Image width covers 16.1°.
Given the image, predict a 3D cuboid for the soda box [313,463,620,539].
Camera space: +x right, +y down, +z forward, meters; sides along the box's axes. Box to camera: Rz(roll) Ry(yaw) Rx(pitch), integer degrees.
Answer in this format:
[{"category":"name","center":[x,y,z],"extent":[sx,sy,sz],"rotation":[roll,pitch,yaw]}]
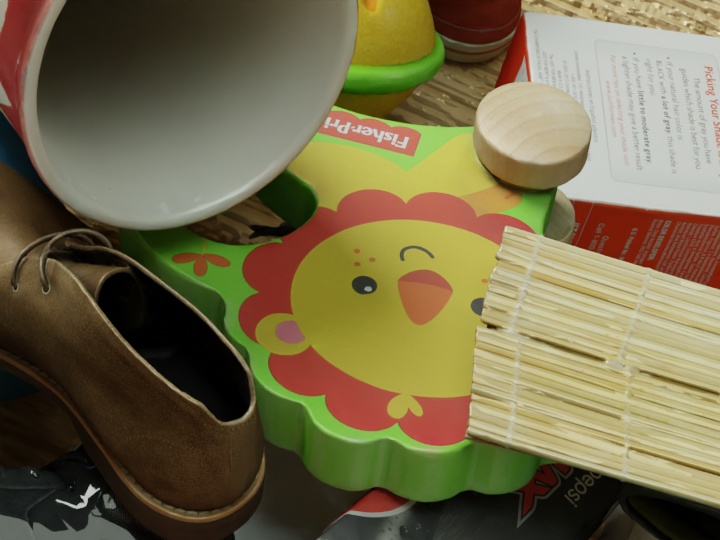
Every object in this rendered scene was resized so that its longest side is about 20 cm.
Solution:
[{"category":"soda box","center":[0.019,0.114,0.925],"extent":[0.071,0.063,0.200],"rotation":[43,46,9]}]

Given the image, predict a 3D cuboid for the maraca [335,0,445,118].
[{"category":"maraca","center":[-0.057,-0.121,1.105],"extent":[0.199,0.107,0.137],"rotation":[24,22,19]}]

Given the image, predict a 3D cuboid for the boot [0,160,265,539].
[{"category":"boot","center":[-0.104,0.004,0.903],"extent":[0.074,0.076,0.200],"rotation":[-35,64,-30]}]

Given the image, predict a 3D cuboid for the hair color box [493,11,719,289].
[{"category":"hair color box","center":[0.164,-0.045,1.137],"extent":[0.199,0.064,0.111],"rotation":[6,50,-10]}]

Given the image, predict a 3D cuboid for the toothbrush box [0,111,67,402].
[{"category":"toothbrush box","center":[-0.224,-0.010,0.979],"extent":[0.199,0.085,0.147],"rotation":[-15,59,-27]}]

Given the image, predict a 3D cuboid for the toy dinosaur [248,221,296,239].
[{"category":"toy dinosaur","center":[0.010,-0.007,1.048],"extent":[0.199,0.048,0.088],"rotation":[-3,32,-12]}]

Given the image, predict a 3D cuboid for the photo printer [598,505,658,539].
[{"category":"photo printer","center":[0.173,0.130,0.998],"extent":[0.166,0.070,0.200],"rotation":[27,51,5]}]

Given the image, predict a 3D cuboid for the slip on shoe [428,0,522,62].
[{"category":"slip on shoe","center":[0.007,-0.183,1.200],"extent":[0.074,0.061,0.200],"rotation":[-28,64,-30]}]

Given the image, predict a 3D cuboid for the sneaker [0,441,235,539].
[{"category":"sneaker","center":[-0.134,0.082,0.928],"extent":[0.200,0.073,0.112],"rotation":[34,70,1]}]

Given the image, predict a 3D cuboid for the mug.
[{"category":"mug","center":[-0.110,-0.138,0.940],"extent":[0.133,0.178,0.200],"rotation":[-27,43,-17]}]

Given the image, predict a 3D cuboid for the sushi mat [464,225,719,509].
[{"category":"sushi mat","center":[0.136,0.048,0.908],"extent":[0.199,0.012,0.096],"rotation":[16,54,-1]}]

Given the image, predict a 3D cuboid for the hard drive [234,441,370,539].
[{"category":"hard drive","center":[-0.008,0.107,0.991],"extent":[0.131,0.026,0.201],"rotation":[6,51,-12]}]

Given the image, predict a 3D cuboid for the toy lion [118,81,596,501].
[{"category":"toy lion","center":[0.000,0.000,0.959],"extent":[0.199,0.069,0.192],"rotation":[15,45,7]}]

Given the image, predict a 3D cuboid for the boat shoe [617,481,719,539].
[{"category":"boat shoe","center":[0.180,0.120,0.922],"extent":[0.201,0.072,0.066],"rotation":[37,64,8]}]
